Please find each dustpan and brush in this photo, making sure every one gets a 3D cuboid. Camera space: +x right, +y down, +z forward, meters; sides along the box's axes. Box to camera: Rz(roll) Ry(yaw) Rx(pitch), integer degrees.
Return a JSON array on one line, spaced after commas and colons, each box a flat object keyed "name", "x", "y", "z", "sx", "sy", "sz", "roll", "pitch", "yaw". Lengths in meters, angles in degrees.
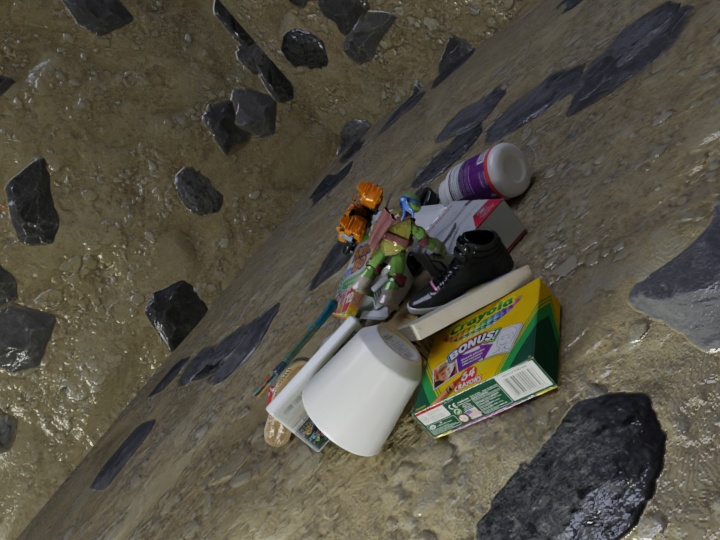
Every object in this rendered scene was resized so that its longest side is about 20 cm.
[{"name": "dustpan and brush", "x": 0.068, "y": 0.003, "z": 1.245, "sx": 0.200, "sy": 0.057, "sz": 0.139, "roll": -45, "pitch": 15, "yaw": -20}]

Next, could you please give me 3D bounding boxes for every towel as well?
[{"name": "towel", "x": -0.124, "y": 0.148, "z": 1.240, "sx": 0.200, "sy": 0.022, "sz": 0.147, "roll": -49, "pitch": -1, "yaw": -37}]

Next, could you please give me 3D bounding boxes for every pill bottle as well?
[{"name": "pill bottle", "x": 0.257, "y": -0.188, "z": 1.382, "sx": 0.113, "sy": 0.113, "sz": 0.199, "roll": -52, "pitch": 17, "yaw": -29}]

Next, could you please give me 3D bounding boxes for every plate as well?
[{"name": "plate", "x": 0.121, "y": -0.101, "z": 1.502, "sx": 0.196, "sy": 0.033, "sz": 0.201, "roll": -7, "pitch": 24, "yaw": 2}]

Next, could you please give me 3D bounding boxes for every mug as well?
[{"name": "mug", "x": 0.009, "y": 0.156, "z": 0.981, "sx": 0.154, "sy": 0.148, "sz": 0.187, "roll": -54, "pitch": 29, "yaw": 16}]

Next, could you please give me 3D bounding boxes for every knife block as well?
[{"name": "knife block", "x": 0.064, "y": 0.124, "z": 1.167, "sx": 0.175, "sy": 0.064, "sz": 0.201, "roll": -37, "pitch": 18, "yaw": 29}]

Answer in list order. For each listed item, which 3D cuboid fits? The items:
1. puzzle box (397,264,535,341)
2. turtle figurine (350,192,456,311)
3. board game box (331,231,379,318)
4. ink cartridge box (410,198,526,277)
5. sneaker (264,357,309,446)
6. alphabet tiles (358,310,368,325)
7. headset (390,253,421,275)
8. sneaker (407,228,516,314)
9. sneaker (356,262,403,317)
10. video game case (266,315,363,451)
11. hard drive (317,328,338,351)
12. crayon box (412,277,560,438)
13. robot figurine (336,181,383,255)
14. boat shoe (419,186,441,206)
[{"name": "puzzle box", "x": 0.158, "y": 0.054, "z": 0.994, "sx": 0.198, "sy": 0.026, "sz": 0.133, "roll": -26, "pitch": -5, "yaw": -9}, {"name": "turtle figurine", "x": 0.077, "y": -0.033, "z": 1.160, "sx": 0.200, "sy": 0.142, "sz": 0.196, "roll": -57, "pitch": -8, "yaw": -86}, {"name": "board game box", "x": 0.000, "y": 0.000, "z": 1.288, "sx": 0.202, "sy": 0.030, "sz": 0.095, "roll": -64, "pitch": 21, "yaw": -13}, {"name": "ink cartridge box", "x": 0.200, "y": -0.057, "z": 1.246, "sx": 0.145, "sy": 0.083, "sz": 0.200, "roll": -48, "pitch": 16, "yaw": -9}, {"name": "sneaker", "x": -0.139, "y": 0.234, "z": 1.277, "sx": 0.113, "sy": 0.070, "sz": 0.202, "roll": -94, "pitch": 26, "yaw": -66}, {"name": "alphabet tiles", "x": -0.040, "y": 0.168, "z": 1.308, "sx": 0.201, "sy": 0.007, "sz": 0.168, "roll": -54, "pitch": 5, "yaw": 43}, {"name": "headset", "x": 0.079, "y": -0.010, "z": 1.411, "sx": 0.200, "sy": 0.094, "sz": 0.124, "roll": -44, "pitch": 11, "yaw": 47}, {"name": "sneaker", "x": 0.157, "y": -0.004, "z": 1.085, "sx": 0.198, "sy": 0.100, "sz": 0.071, "roll": -25, "pitch": 31, "yaw": 2}, {"name": "sneaker", "x": 0.010, "y": 0.043, "z": 1.368, "sx": 0.198, "sy": 0.076, "sz": 0.116, "roll": -13, "pitch": 78, "yaw": 46}, {"name": "video game case", "x": -0.045, "y": 0.194, "z": 1.085, "sx": 0.200, "sy": 0.182, "sz": 0.023, "roll": -47, "pitch": 51, "yaw": -10}, {"name": "hard drive", "x": -0.069, "y": 0.178, "z": 1.317, "sx": 0.133, "sy": 0.025, "sz": 0.200, "roll": -60, "pitch": 6, "yaw": -24}, {"name": "crayon box", "x": 0.176, "y": 0.120, "z": 0.897, "sx": 0.199, "sy": 0.058, "sz": 0.173, "roll": -34, "pitch": 19, "yaw": 33}, {"name": "robot figurine", "x": -0.003, "y": -0.105, "z": 1.253, "sx": 0.146, "sy": 0.058, "sz": 0.200, "roll": -62, "pitch": 3, "yaw": -6}, {"name": "boat shoe", "x": 0.136, "y": -0.129, "z": 1.631, "sx": 0.201, "sy": 0.062, "sz": 0.075, "roll": -51, "pitch": 18, "yaw": -22}]
